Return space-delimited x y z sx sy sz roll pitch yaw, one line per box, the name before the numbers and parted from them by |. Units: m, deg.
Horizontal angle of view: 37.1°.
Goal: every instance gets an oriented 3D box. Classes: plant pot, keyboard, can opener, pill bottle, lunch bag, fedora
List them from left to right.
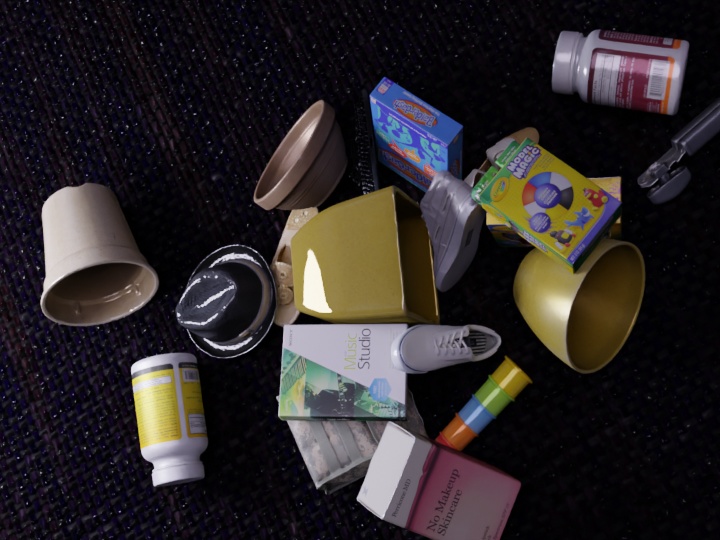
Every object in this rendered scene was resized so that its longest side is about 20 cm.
plant pot | -0.460 -0.037 1.830 0.198 0.201 0.186 -25 63 9
pill bottle | -0.311 0.246 1.765 0.110 0.112 0.204 -13 76 12
fedora | -0.235 0.050 1.767 0.197 0.091 0.205 -2 85 29
plant pot | -0.084 -0.172 1.768 0.092 0.201 0.203 33 89 -18
lunch bag | -0.006 0.233 1.688 0.197 0.118 0.166 -27 70 0
keyboard | -0.001 -0.187 1.755 0.039 0.104 0.204 -1 66 -11
plant pot | 0.000 0.000 1.695 0.196 0.194 0.200 -10 77 19
plant pot | 0.315 0.034 1.616 0.141 0.199 0.203 25 86 42
pill bottle | 0.405 -0.313 1.678 0.196 0.114 0.117 12 83 17
can opener | 0.517 -0.186 1.667 0.199 0.053 0.067 -41 105 4

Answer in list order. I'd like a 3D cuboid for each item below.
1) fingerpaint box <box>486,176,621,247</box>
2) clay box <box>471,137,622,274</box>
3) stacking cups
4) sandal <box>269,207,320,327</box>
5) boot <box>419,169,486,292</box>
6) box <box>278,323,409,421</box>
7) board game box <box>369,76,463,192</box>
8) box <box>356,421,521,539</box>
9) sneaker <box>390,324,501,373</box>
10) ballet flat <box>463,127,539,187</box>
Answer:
fingerpaint box | 0.299 -0.085 1.637 0.196 0.167 0.075 0 79 14
clay box | 0.260 -0.101 1.533 0.199 0.048 0.115 38 83 22
stacking cups | 0.183 0.228 1.668 0.060 0.060 0.201 41 94 18
sandal | -0.122 -0.017 1.785 0.076 0.070 0.216 13 84 17
boot | 0.134 -0.065 1.685 0.073 0.202 0.095 -26 57 -37
box | -0.024 0.155 1.635 0.196 0.036 0.147 -2 69 10
board game box | 0.091 -0.199 1.694 0.151 0.201 0.045 35 74 19
box | 0.116 0.327 1.590 0.197 0.109 0.130 25 86 -21
sneaker | 0.132 0.110 1.629 0.070 0.197 0.075 -20 82 49
ballet flat | 0.212 -0.156 1.719 0.201 0.063 0.068 -54 41 1
